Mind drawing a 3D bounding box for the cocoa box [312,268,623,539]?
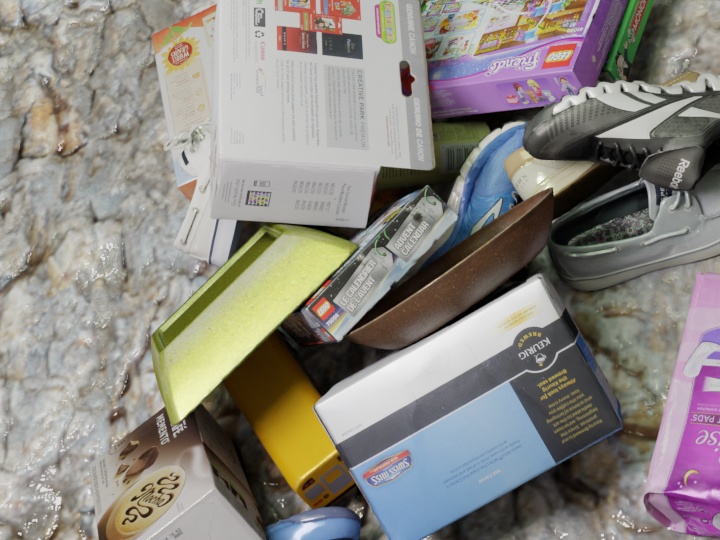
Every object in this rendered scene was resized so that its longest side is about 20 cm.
[{"bbox_3d":[0.087,0.105,1.407,0.200,0.133,0.132,-30,89,8],"label":"cocoa box"}]

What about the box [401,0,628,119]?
[{"bbox_3d":[0.125,-0.198,1.582,0.199,0.039,0.137,-3,49,37],"label":"box"}]

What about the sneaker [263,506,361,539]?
[{"bbox_3d":[-0.074,0.265,1.461,0.200,0.074,0.082,-38,54,10],"label":"sneaker"}]

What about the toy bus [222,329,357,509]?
[{"bbox_3d":[-0.065,0.112,1.541,0.065,0.078,0.200,-38,52,1],"label":"toy bus"}]

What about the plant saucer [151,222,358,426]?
[{"bbox_3d":[-0.102,0.028,1.484,0.200,0.048,0.200,-45,9,-4],"label":"plant saucer"}]

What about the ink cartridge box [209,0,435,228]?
[{"bbox_3d":[-0.035,-0.139,1.517,0.175,0.084,0.201,4,54,-8],"label":"ink cartridge box"}]

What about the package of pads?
[{"bbox_3d":[0.292,0.100,1.369,0.120,0.076,0.201,4,63,32],"label":"package of pads"}]

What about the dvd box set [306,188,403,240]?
[{"bbox_3d":[-0.018,-0.124,1.626,0.029,0.146,0.201,-23,44,55],"label":"dvd box set"}]

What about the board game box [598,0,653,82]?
[{"bbox_3d":[0.161,-0.213,1.626,0.199,0.029,0.135,-2,55,38],"label":"board game box"}]

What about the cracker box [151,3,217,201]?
[{"bbox_3d":[-0.120,-0.167,1.752,0.134,0.058,0.201,-23,53,14],"label":"cracker box"}]

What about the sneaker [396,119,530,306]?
[{"bbox_3d":[0.115,-0.034,1.550,0.089,0.079,0.200,26,83,28],"label":"sneaker"}]

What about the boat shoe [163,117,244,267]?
[{"bbox_3d":[-0.137,-0.104,1.644,0.086,0.203,0.075,16,28,3],"label":"boat shoe"}]

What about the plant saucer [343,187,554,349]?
[{"bbox_3d":[0.076,0.006,1.418,0.200,0.200,0.037,-34,93,4],"label":"plant saucer"}]

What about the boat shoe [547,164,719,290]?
[{"bbox_3d":[0.245,-0.045,1.483,0.200,0.072,0.070,-22,54,13],"label":"boat shoe"}]

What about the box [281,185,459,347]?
[{"bbox_3d":[0.000,0.000,1.482,0.040,0.200,0.137,45,80,-5],"label":"box"}]

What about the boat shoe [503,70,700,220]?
[{"bbox_3d":[0.206,-0.119,1.518,0.200,0.074,0.066,-33,70,-22],"label":"boat shoe"}]

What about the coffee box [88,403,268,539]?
[{"bbox_3d":[-0.149,0.193,1.480,0.113,0.080,0.200,-37,22,3],"label":"coffee box"}]

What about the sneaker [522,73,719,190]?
[{"bbox_3d":[0.229,-0.102,1.434,0.199,0.067,0.091,-8,59,-9],"label":"sneaker"}]

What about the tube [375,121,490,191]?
[{"bbox_3d":[0.015,-0.099,1.584,0.199,0.052,0.058,-6,38,-16],"label":"tube"}]
